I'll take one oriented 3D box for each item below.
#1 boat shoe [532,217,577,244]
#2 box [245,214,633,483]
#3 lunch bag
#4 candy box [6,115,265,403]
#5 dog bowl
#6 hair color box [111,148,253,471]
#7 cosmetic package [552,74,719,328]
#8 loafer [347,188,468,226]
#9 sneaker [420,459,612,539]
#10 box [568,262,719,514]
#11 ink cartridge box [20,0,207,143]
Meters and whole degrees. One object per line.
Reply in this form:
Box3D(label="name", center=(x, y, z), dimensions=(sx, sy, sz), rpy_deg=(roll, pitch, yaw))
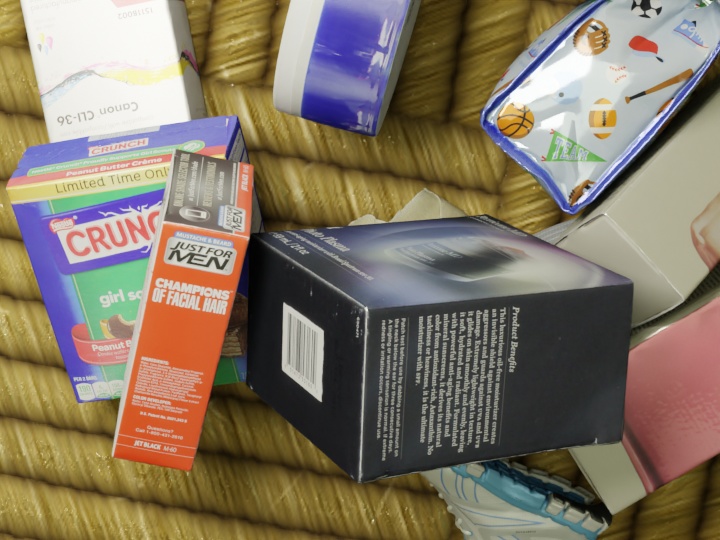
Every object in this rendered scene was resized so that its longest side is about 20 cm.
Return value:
Box3D(label="boat shoe", center=(0.133, 0.018, 1.208), dimensions=(0.200, 0.072, 0.071), rpy_deg=(-25, 101, 19))
Box3D(label="box", center=(0.048, 0.043, 1.055), dimensions=(0.198, 0.200, 0.123), rpy_deg=(-5, 107, -25))
Box3D(label="lunch bag", center=(0.184, -0.152, 1.129), dimensions=(0.124, 0.170, 0.200), rpy_deg=(45, 100, -3))
Box3D(label="candy box", center=(-0.158, -0.006, 1.190), dimensions=(0.169, 0.077, 0.200), rpy_deg=(-8, 119, 7))
Box3D(label="dog bowl", center=(0.002, -0.202, 1.125), dimensions=(0.079, 0.200, 0.200), rpy_deg=(17, 98, 1))
Box3D(label="hair color box", center=(-0.127, 0.029, 1.102), dimensions=(0.064, 0.111, 0.200), rpy_deg=(11, 120, -8))
Box3D(label="cosmetic package", center=(0.243, -0.060, 1.122), dimensions=(0.087, 0.103, 0.200), rpy_deg=(47, 68, -1))
Box3D(label="loafer", center=(0.000, 0.000, 1.193), dimensions=(0.200, 0.076, 0.068), rpy_deg=(-28, 73, -24))
Box3D(label="sneaker", center=(0.093, 0.185, 1.224), dimensions=(0.200, 0.075, 0.087), rpy_deg=(28, 104, 2))
Box3D(label="box", center=(0.240, 0.074, 1.164), dimensions=(0.200, 0.128, 0.109), rpy_deg=(-32, 98, 9))
Box3D(label="ink cartridge box", center=(-0.188, -0.141, 1.217), dimensions=(0.116, 0.067, 0.200), rpy_deg=(-11, 96, 7))
